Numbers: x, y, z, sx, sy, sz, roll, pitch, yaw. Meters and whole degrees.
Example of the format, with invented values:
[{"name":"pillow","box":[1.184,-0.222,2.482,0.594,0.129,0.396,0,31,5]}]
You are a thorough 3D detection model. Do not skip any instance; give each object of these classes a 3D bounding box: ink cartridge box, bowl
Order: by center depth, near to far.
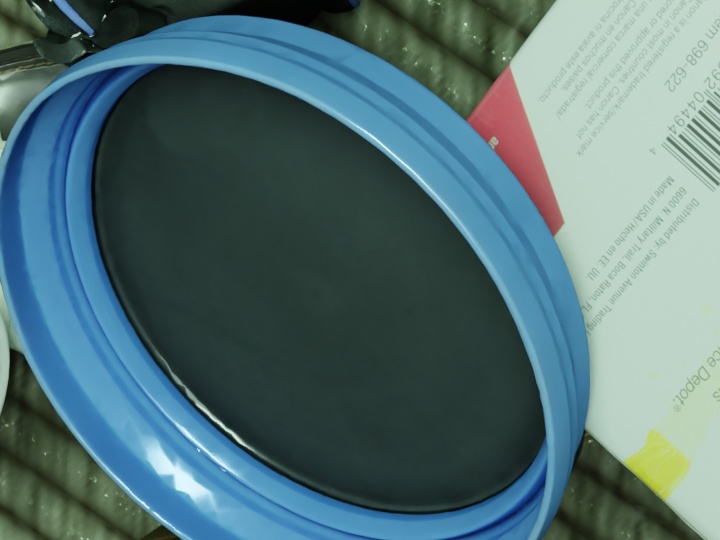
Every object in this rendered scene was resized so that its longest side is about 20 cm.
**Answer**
[{"name":"ink cartridge box","box":[0.130,-0.003,0.841,0.200,0.083,0.145,43,120,8]},{"name":"bowl","box":[-0.020,0.014,0.857,0.200,0.039,0.202,20,133,24]}]

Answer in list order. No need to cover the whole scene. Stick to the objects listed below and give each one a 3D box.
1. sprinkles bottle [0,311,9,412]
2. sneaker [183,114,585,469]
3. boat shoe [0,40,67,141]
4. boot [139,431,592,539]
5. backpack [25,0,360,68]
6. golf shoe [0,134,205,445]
[{"name":"sprinkles bottle","box":[-0.217,0.022,0.959,0.199,0.068,0.069,10,102,26]},{"name":"sneaker","box":[0.000,0.000,0.938,0.074,0.084,0.200,-45,109,-24]},{"name":"boat shoe","box":[-0.168,-0.025,1.021,0.199,0.073,0.075,-23,96,13]},{"name":"boot","box":[0.025,0.130,1.018,0.199,0.073,0.156,-28,99,5]},{"name":"backpack","box":[-0.057,-0.177,0.923,0.146,0.183,0.201,-22,87,6]},{"name":"golf shoe","box":[-0.079,0.014,0.967,0.199,0.097,0.079,12,125,-12]}]
